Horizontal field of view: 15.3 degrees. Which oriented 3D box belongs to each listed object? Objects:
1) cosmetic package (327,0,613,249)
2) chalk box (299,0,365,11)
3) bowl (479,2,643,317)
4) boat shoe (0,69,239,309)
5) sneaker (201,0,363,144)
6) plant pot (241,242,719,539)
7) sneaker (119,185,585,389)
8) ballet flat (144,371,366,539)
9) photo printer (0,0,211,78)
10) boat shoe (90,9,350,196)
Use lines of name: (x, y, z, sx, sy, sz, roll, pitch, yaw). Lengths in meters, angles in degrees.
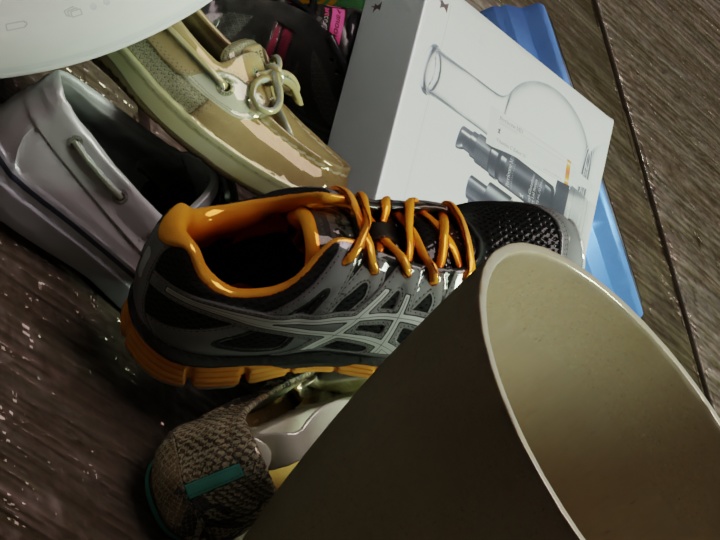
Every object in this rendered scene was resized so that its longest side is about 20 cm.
cosmetic package: (0.046, -0.021, 1.320, 0.150, 0.052, 0.201, 32, 60, -35)
chalk box: (-0.018, -0.243, 1.386, 0.124, 0.201, 0.124, 18, 28, 3)
bowl: (0.116, -0.057, 1.518, 0.201, 0.039, 0.202, -18, 90, -85)
boat shoe: (-0.083, -0.019, 1.162, 0.200, 0.067, 0.074, 30, 33, -43)
sneaker: (-0.043, -0.117, 1.346, 0.200, 0.084, 0.077, 36, 28, -29)
plant pot: (0.031, 0.122, 1.016, 0.187, 0.200, 0.188, 42, 26, -26)
sneaker: (0.000, 0.000, 1.112, 0.199, 0.077, 0.079, -10, 53, -13)
ballet flat: (-0.019, 0.072, 1.146, 0.068, 0.075, 0.200, 67, 24, 1)
photo printer: (-0.138, -0.184, 1.095, 0.069, 0.165, 0.201, 167, -97, -84)
boat shoe: (-0.076, -0.101, 1.162, 0.200, 0.063, 0.073, 41, 10, 3)
